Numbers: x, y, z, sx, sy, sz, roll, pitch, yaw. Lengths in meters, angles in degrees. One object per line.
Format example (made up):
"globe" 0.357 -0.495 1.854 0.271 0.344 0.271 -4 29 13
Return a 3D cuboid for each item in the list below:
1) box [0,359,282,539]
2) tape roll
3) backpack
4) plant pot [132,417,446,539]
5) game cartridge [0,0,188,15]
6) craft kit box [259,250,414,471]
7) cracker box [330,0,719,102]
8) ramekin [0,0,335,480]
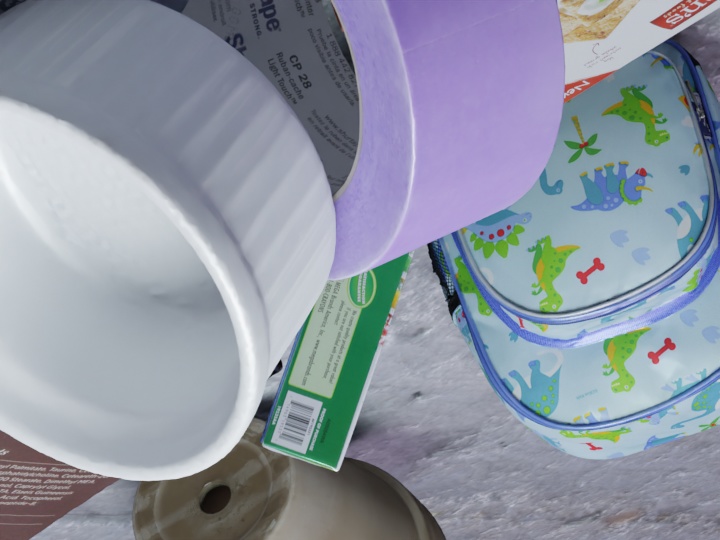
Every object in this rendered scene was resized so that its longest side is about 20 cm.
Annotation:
"box" -0.180 0.017 1.467 0.200 0.166 0.164 -34 154 31
"tape roll" -0.010 -0.103 1.270 0.085 0.200 0.200 -23 163 -32
"backpack" 0.130 -0.008 1.625 0.183 0.201 0.147 -22 161 6
"plant pot" -0.062 0.185 1.974 0.200 0.200 0.174 -25 141 11
"game cartridge" -0.121 -0.152 1.216 0.133 0.042 0.200 25 145 -10
"craft kit box" 0.000 0.000 1.496 0.048 0.201 0.198 19 177 -3
"cracker box" 0.088 -0.150 1.457 0.134 0.058 0.200 -32 156 27
"ramekin" -0.107 -0.019 1.243 0.098 0.200 0.201 -51 -179 -40
